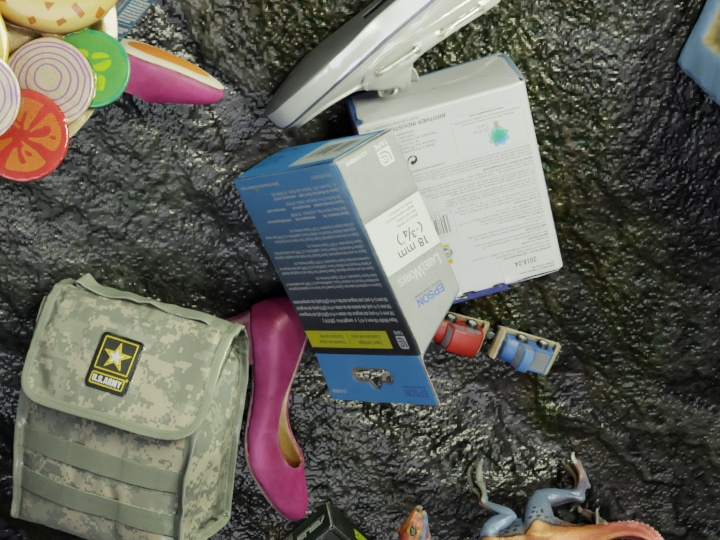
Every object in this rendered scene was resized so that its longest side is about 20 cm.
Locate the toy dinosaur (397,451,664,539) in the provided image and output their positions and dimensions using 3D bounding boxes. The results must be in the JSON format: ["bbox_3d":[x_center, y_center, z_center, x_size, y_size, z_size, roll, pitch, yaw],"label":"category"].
[{"bbox_3d":[0.132,0.227,1.257,0.181,0.200,0.105,-21,104,-32],"label":"toy dinosaur"}]

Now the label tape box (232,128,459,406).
[{"bbox_3d":[0.000,0.000,1.101,0.063,0.144,0.201,-33,107,-32],"label":"label tape box"}]

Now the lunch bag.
[{"bbox_3d":[-0.183,0.114,1.144,0.163,0.118,0.201,14,110,16],"label":"lunch bag"}]

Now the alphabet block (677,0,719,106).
[{"bbox_3d":[0.389,-0.178,1.062,0.199,0.197,0.196,17,114,-16],"label":"alphabet block"}]

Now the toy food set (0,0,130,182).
[{"bbox_3d":[-0.245,-0.157,0.919,0.199,0.049,0.199,1,91,-24],"label":"toy food set"}]

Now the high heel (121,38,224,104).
[{"bbox_3d":[-0.206,-0.129,1.068,0.199,0.067,0.096,14,104,-9],"label":"high heel"}]

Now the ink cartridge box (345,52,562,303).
[{"bbox_3d":[0.078,-0.055,1.144,0.136,0.076,0.201,-15,116,1],"label":"ink cartridge box"}]

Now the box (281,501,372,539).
[{"bbox_3d":[-0.037,0.340,1.339,0.200,0.048,0.193,-40,117,11],"label":"box"}]

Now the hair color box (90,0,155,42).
[{"bbox_3d":[-0.157,-0.255,0.992,0.100,0.061,0.200,42,97,1],"label":"hair color box"}]

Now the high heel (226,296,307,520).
[{"bbox_3d":[-0.056,0.117,1.209,0.096,0.067,0.201,-16,105,8],"label":"high heel"}]

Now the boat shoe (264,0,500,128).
[{"bbox_3d":[0.018,-0.166,1.089,0.200,0.072,0.066,-41,110,3],"label":"boat shoe"}]

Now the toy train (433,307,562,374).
[{"bbox_3d":[0.083,0.051,1.213,0.199,0.046,0.034,16,113,-15],"label":"toy train"}]
